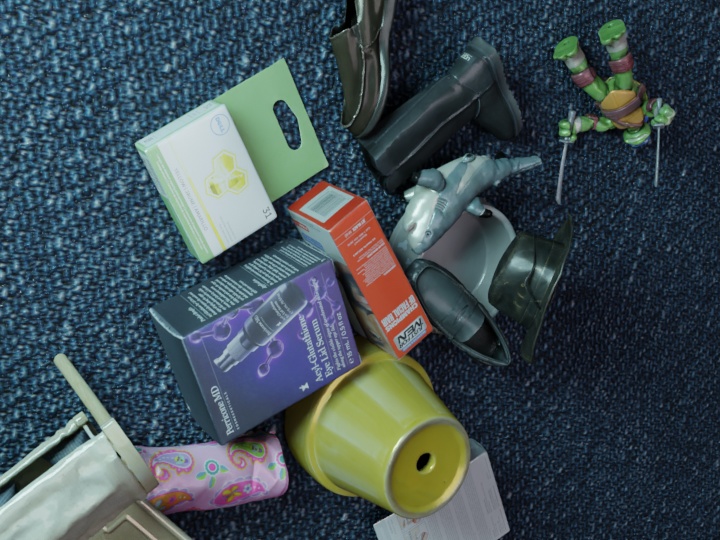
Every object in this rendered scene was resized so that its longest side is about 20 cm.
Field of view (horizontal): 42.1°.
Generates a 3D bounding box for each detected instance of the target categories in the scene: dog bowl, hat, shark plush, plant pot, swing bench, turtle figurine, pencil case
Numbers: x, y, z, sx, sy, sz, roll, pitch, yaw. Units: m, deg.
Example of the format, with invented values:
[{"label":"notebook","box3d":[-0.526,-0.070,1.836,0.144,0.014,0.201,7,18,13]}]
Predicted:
[{"label":"dog bowl","box3d":[0.127,-0.006,1.235,0.198,0.058,0.203,-11,112,-30]},{"label":"hat","box3d":[0.209,0.013,1.199,0.080,0.201,0.203,16,98,5]},{"label":"shark plush","box3d":[0.133,-0.095,1.166,0.198,0.091,0.084,-24,82,-26]},{"label":"plant pot","box3d":[0.033,0.204,1.162,0.198,0.188,0.204,-10,110,-30]},{"label":"swing bench","box3d":[-0.320,0.219,0.928,0.198,0.199,0.131,-37,121,-17]},{"label":"turtle figurine","box3d":[0.336,-0.215,1.253,0.200,0.143,0.195,-45,120,-17]},{"label":"pencil case","box3d":[-0.182,0.238,1.100,0.198,0.087,0.089,-2,106,-33]}]

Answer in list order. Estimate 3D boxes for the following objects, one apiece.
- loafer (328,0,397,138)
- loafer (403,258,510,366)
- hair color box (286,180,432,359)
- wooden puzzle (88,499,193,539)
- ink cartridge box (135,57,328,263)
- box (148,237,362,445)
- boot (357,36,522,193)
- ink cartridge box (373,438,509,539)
[{"label":"loafer","box3d":[-0.006,-0.254,1.069,0.070,0.073,0.203,2,102,-21]},{"label":"loafer","box3d":[0.126,0.055,1.175,0.068,0.070,0.201,-51,125,-9]},{"label":"hair color box","box3d":[0.000,0.000,1.122,0.064,0.111,0.201,-39,122,-15]},{"label":"wooden puzzle","box3d":[-0.248,0.343,1.034,0.199,0.046,0.185,-38,109,16]},{"label":"ink cartridge box","box3d":[-0.130,-0.123,1.038,0.199,0.048,0.147,-33,120,-17]},{"label":"box","box3d":[-0.118,0.077,1.074,0.199,0.104,0.150,-29,120,-22]},{"label":"boot","box3d":[0.101,-0.165,1.160,0.200,0.066,0.165,-45,138,-8]},{"label":"ink cartridge box","box3d":[0.113,0.363,1.359,0.198,0.047,0.162,-28,119,-17]}]
